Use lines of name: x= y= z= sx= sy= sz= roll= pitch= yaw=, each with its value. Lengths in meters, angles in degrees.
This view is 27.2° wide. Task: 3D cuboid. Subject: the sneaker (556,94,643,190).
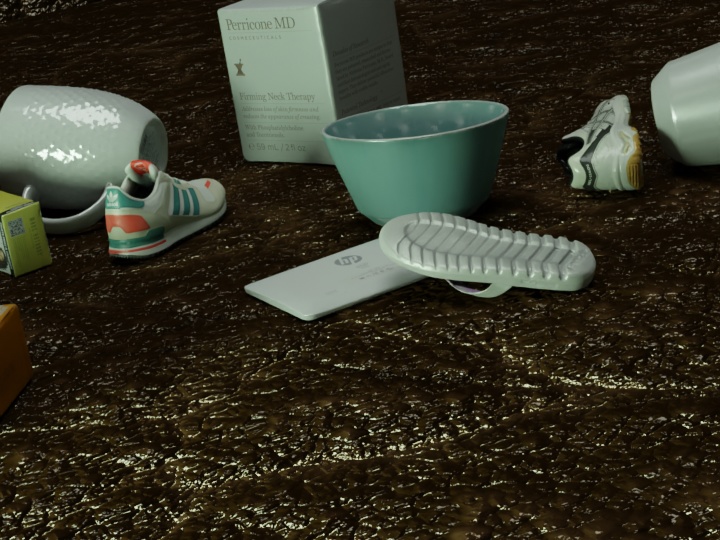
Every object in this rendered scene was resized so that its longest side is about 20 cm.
sneaker: x=0.257 y=-0.142 z=1.632 sx=0.087 sy=0.076 sz=0.200 roll=-6 pitch=19 yaw=7

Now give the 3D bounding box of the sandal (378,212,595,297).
sandal: x=0.112 y=-0.003 z=1.358 sx=0.201 sy=0.050 sz=0.083 roll=11 pitch=39 yaw=15

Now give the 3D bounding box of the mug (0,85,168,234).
mug: x=-0.335 y=-0.126 z=1.784 sx=0.174 sy=0.148 sz=0.201 roll=5 pitch=53 yaw=16

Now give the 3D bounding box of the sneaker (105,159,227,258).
sneaker: x=-0.215 y=-0.085 z=1.653 sx=0.070 sy=0.094 sz=0.200 roll=3 pitch=23 yaw=29

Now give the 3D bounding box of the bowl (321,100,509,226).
bowl: x=0.063 y=-0.110 z=1.573 sx=0.199 sy=0.106 sz=0.201 roll=-7 pitch=16 yaw=2

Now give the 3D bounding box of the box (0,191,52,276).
box: x=-0.420 y=-0.051 z=1.680 sx=0.050 sy=0.076 sz=0.199 roll=-22 pitch=24 yaw=-33

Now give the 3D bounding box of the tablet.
tablet: x=0.000 y=0.000 z=1.443 sx=0.199 sy=0.014 sz=0.130 roll=-19 pitch=21 yaw=-28

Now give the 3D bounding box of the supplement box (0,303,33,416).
supplement box: x=-0.398 y=0.091 z=1.270 sx=0.198 sy=0.074 sz=0.126 roll=-6 pitch=19 yaw=8

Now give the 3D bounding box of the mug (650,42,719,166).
mug: x=0.402 y=-0.168 z=1.607 sx=0.152 sy=0.187 sz=0.150 roll=-11 pitch=50 yaw=19

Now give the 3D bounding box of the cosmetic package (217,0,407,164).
cosmetic package: x=-0.056 y=-0.256 z=1.904 sx=0.166 sy=0.202 sz=0.166 roll=5 pitch=23 yaw=36
